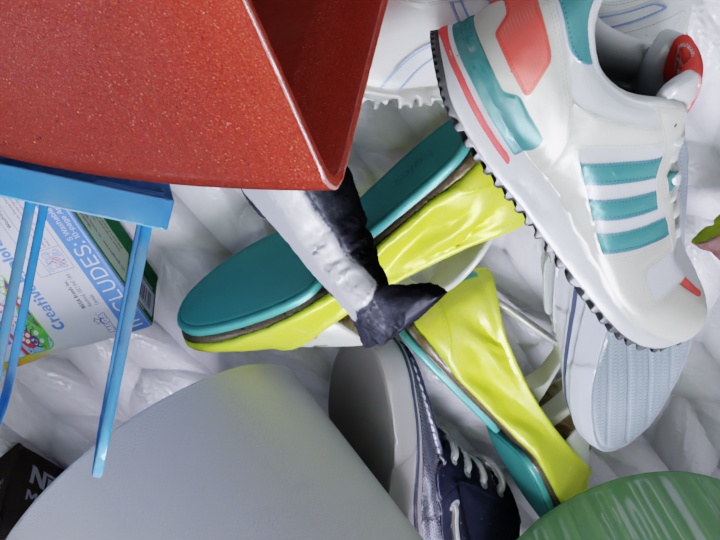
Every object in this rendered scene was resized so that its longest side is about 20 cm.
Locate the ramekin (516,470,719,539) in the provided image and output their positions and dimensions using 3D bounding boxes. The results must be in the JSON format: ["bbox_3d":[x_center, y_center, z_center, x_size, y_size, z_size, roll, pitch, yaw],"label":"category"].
[{"bbox_3d":[0.162,0.207,0.882,0.198,0.098,0.201,-8,127,-11],"label":"ramekin"}]

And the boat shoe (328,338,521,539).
[{"bbox_3d":[0.041,0.114,0.914,0.092,0.075,0.201,-19,122,-27],"label":"boat shoe"}]

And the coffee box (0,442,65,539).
[{"bbox_3d":[-0.160,0.210,0.965,0.200,0.115,0.080,37,126,-27],"label":"coffee box"}]

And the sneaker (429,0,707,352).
[{"bbox_3d":[0.115,-0.046,0.670,0.093,0.071,0.200,-31,124,19],"label":"sneaker"}]

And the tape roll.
[{"bbox_3d":[-0.073,0.165,0.832,0.202,0.139,0.203,-34,158,-15],"label":"tape roll"}]

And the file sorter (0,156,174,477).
[{"bbox_3d":[-0.190,0.002,0.673,0.198,0.139,0.124,12,95,-9],"label":"file sorter"}]

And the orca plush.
[{"bbox_3d":[-0.024,-0.066,0.720,0.200,0.071,0.105,49,163,10],"label":"orca plush"}]

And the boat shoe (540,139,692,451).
[{"bbox_3d":[0.126,-0.002,0.802,0.073,0.067,0.201,-19,130,-26],"label":"boat shoe"}]

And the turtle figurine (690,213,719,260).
[{"bbox_3d":[0.234,0.035,0.783,0.199,0.064,0.162,-34,95,23],"label":"turtle figurine"}]

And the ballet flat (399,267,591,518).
[{"bbox_3d":[0.092,0.073,0.876,0.067,0.067,0.200,-39,124,-3],"label":"ballet flat"}]

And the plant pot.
[{"bbox_3d":[-0.104,-0.154,0.591,0.175,0.201,0.201,-7,133,20],"label":"plant pot"}]

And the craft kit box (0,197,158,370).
[{"bbox_3d":[-0.234,-0.023,0.802,0.196,0.049,0.201,-18,129,13],"label":"craft kit box"}]

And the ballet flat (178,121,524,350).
[{"bbox_3d":[0.000,0.000,0.793,0.199,0.067,0.067,-32,123,24],"label":"ballet flat"}]

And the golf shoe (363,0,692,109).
[{"bbox_3d":[0.050,-0.123,0.693,0.198,0.079,0.098,1,127,-13],"label":"golf shoe"}]
